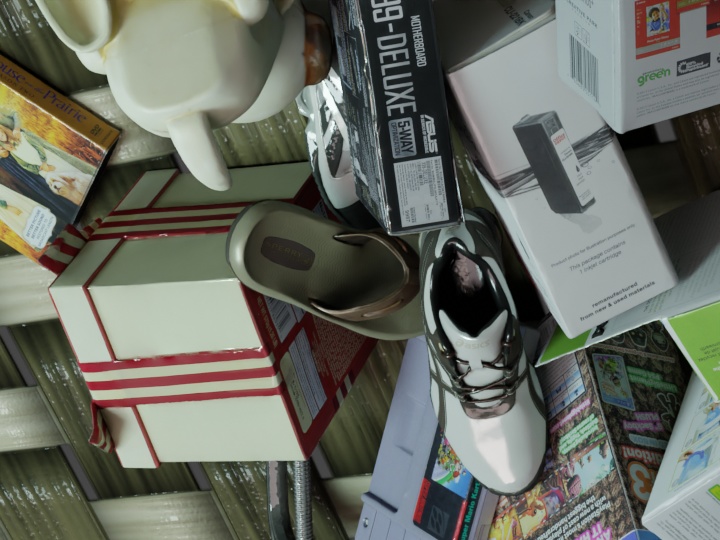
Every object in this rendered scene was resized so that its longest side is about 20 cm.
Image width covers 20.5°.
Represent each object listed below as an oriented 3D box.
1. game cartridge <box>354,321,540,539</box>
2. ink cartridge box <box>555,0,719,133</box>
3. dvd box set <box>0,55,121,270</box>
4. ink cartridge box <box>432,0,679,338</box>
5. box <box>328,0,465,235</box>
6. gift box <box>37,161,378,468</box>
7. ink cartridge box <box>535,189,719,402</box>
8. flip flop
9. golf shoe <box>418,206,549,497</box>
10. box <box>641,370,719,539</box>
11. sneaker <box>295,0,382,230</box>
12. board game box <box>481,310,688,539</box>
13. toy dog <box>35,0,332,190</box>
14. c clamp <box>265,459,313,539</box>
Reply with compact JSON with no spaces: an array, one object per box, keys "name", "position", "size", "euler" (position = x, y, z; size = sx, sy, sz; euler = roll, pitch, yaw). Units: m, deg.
[{"name":"game cartridge","position":[0.060,0.121,1.426],"size":[0.038,0.129,0.202],"euler":[11,97,-29]},{"name":"ink cartridge box","position":[0.214,-0.195,1.127],"size":[0.198,0.084,0.177],"euler":[-16,125,-15]},{"name":"dvd box set","position":[-0.295,-0.105,1.537],"size":[0.199,0.029,0.147],"euler":[33,131,-1]},{"name":"ink cartridge box","position":[0.114,-0.080,1.277],"size":[0.083,0.144,0.201],"euler":[-26,113,1]},{"name":"box","position":[0.015,-0.134,1.240],"size":[0.049,0.158,0.202],"euler":[-10,101,-5]},{"name":"gift box","position":[-0.119,0.033,1.450],"size":[0.185,0.200,0.186],"euler":[-3,117,28]},{"name":"ink cartridge box","position":[0.230,0.016,1.302],"size":[0.199,0.148,0.076],"euler":[-23,113,37]},{"name":"flip flop","position":[0.000,0.000,1.352],"size":[0.199,0.082,0.057],"euler":[18,177,-37]},{"name":"golf shoe","position":[0.075,0.060,1.314],"size":[0.077,0.095,0.202],"euler":[-15,97,8]},{"name":"box","position":[0.278,0.112,1.313],"size":[0.112,0.201,0.101],"euler":[40,131,-10]},{"name":"sneaker","position":[0.009,-0.106,1.365],"size":[0.088,0.074,0.201],"euler":[-4,122,29]},{"name":"board game box","position":[0.157,0.148,1.387],"size":[0.096,0.202,0.159],"euler":[11,142,-33]},{"name":"toy dog","position":[-0.086,-0.149,1.239],"size":[0.139,0.200,0.195],"euler":[-29,84,13]},{"name":"c clamp","position":[-0.048,0.172,1.534],"size":[0.027,0.171,0.202],"euler":[-5,98,-13]}]
